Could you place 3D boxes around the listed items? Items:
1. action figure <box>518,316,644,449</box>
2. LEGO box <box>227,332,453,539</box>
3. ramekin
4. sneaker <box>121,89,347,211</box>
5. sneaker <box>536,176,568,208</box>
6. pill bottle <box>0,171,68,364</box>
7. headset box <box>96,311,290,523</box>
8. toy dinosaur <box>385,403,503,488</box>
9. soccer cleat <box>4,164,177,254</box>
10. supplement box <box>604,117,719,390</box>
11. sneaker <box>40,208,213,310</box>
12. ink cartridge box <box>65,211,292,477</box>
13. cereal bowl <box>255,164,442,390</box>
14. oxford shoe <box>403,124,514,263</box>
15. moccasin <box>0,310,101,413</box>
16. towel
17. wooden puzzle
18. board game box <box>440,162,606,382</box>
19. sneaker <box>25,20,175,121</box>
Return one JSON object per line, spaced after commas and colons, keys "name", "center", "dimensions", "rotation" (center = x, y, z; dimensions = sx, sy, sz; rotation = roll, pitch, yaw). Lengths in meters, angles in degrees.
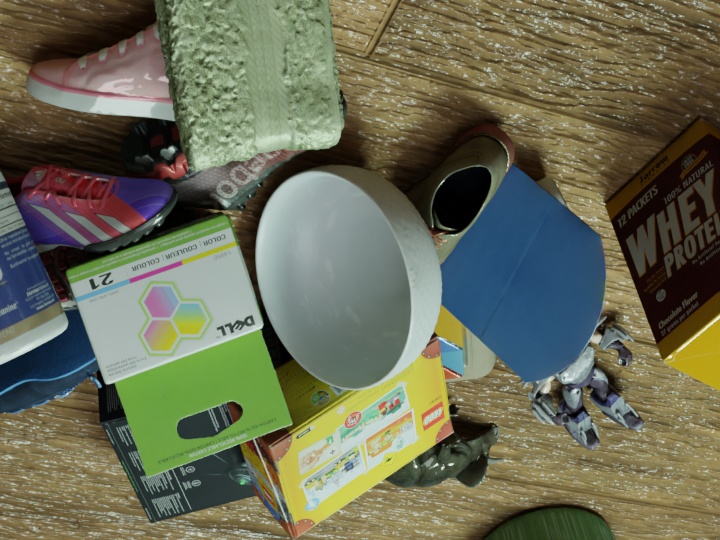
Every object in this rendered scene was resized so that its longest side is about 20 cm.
{"name": "action figure", "center": [0.234, 0.116, 1.646], "dimensions": [0.130, 0.070, 0.200], "rotation": [-36, 143, -1]}
{"name": "LEGO box", "center": [-0.014, 0.140, 1.511], "dimensions": [0.199, 0.077, 0.150], "rotation": [-31, 139, -19]}
{"name": "ramekin", "center": [0.230, 0.376, 1.895], "dimensions": [0.197, 0.098, 0.201], "rotation": [-7, 136, -6]}
{"name": "sneaker", "center": [-0.100, -0.104, 1.351], "dimensions": [0.198, 0.071, 0.098], "rotation": [-17, 136, 8]}
{"name": "sneaker", "center": [0.163, -0.001, 1.507], "dimensions": [0.084, 0.073, 0.201], "rotation": [-18, 138, -10]}
{"name": "pill bottle", "center": [-0.330, -0.021, 1.296], "dimensions": [0.110, 0.111, 0.202], "rotation": [-23, 96, 11]}
{"name": "headset box", "center": [-0.145, 0.147, 1.580], "dimensions": [0.198, 0.093, 0.175], "rotation": [-15, 136, 2]}
{"name": "toy dinosaur", "center": [0.065, 0.203, 1.698], "dimensions": [0.197, 0.077, 0.103], "rotation": [-10, 130, -7]}
{"name": "soccer cleat", "center": [-0.245, -0.058, 1.331], "dimensions": [0.198, 0.068, 0.074], "rotation": [-6, 126, 33]}
{"name": "supplement box", "center": [0.363, 0.003, 1.471], "dimensions": [0.196, 0.201, 0.133], "rotation": [25, 126, -33]}
{"name": "sneaker", "center": [-0.215, 0.009, 1.433], "dimensions": [0.197, 0.081, 0.075], "rotation": [-10, 139, -3]}
{"name": "ink cartridge box", "center": [-0.151, 0.068, 1.355], "dimensions": [0.146, 0.076, 0.202], "rotation": [-20, 96, -6]}
{"name": "cereal bowl", "center": [0.000, 0.000, 1.414], "dimensions": [0.083, 0.200, 0.201], "rotation": [-20, 149, -43]}
{"name": "oxford shoe", "center": [0.064, -0.045, 1.432], "dimensions": [0.070, 0.075, 0.201], "rotation": [32, 121, -3]}
{"name": "moccasin", "center": [-0.297, 0.085, 1.506], "dimensions": [0.198, 0.081, 0.068], "rotation": [-19, 154, 31]}
{"name": "towel", "center": [-0.086, -0.184, 1.216], "dimensions": [0.147, 0.036, 0.203], "rotation": [-12, 106, -22]}
{"name": "wooden puzzle", "center": [0.039, 0.061, 1.575], "dimensions": [0.197, 0.037, 0.186], "rotation": [-10, 136, -3]}
{"name": "board game box", "center": [0.153, -0.002, 1.445], "dimensions": [0.039, 0.200, 0.159], "rotation": [-5, 129, -48]}
{"name": "sneaker", "center": [-0.169, -0.177, 1.268], "dimensions": [0.197, 0.075, 0.106], "rotation": [7, 107, 3]}
